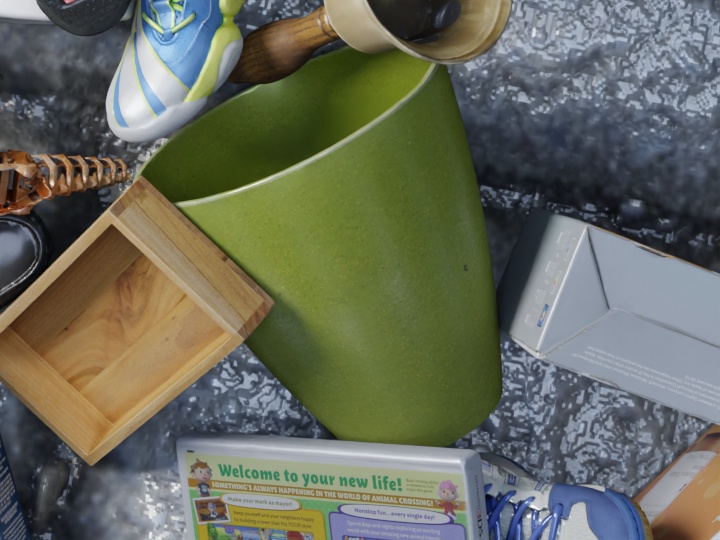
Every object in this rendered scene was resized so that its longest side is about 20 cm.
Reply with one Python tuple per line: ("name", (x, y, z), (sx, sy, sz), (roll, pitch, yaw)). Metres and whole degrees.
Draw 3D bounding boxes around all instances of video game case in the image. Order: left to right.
("video game case", (-0.011, 0.185, 1.450), (0.200, 0.022, 0.183), (1, 103, 35))

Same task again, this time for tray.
("tray", (-0.135, 0.031, 1.418), (0.099, 0.200, 0.037), (44, 51, -6))

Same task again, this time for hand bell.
("hand bell", (-0.017, -0.135, 1.416), (0.104, 0.200, 0.104), (11, 71, -33))

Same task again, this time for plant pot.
("plant pot", (0.000, 0.000, 1.441), (0.187, 0.187, 0.200), (-27, 110, -2))

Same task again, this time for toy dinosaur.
("toy dinosaur", (-0.235, -0.057, 1.415), (0.200, 0.136, 0.102), (25, 111, -24))

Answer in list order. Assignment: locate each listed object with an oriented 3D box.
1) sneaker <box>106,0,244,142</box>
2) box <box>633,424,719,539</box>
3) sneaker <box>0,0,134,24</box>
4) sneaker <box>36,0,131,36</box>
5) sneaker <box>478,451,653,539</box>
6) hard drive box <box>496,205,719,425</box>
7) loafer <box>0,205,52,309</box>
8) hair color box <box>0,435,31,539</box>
("sneaker", (-0.104, -0.173, 1.428), (0.105, 0.076, 0.200), (46, 63, -40))
("box", (0.206, 0.180, 1.467), (0.200, 0.152, 0.106), (-43, 100, -1))
("sneaker", (-0.224, -0.198, 1.446), (0.199, 0.073, 0.112), (4, 93, -5))
("sneaker", (-0.171, -0.225, 1.415), (0.074, 0.087, 0.201), (-21, 90, -1))
("sneaker", (0.079, 0.144, 1.428), (0.088, 0.200, 0.076), (13, 89, -32))
("hard drive box", (0.165, 0.030, 1.431), (0.155, 0.200, 0.077), (21, 92, -7))
("loafer", (-0.271, 0.014, 1.458), (0.200, 0.072, 0.073), (-20, 95, -4))
("hair color box", (-0.246, 0.146, 1.463), (0.100, 0.061, 0.201), (-14, 98, 8))
